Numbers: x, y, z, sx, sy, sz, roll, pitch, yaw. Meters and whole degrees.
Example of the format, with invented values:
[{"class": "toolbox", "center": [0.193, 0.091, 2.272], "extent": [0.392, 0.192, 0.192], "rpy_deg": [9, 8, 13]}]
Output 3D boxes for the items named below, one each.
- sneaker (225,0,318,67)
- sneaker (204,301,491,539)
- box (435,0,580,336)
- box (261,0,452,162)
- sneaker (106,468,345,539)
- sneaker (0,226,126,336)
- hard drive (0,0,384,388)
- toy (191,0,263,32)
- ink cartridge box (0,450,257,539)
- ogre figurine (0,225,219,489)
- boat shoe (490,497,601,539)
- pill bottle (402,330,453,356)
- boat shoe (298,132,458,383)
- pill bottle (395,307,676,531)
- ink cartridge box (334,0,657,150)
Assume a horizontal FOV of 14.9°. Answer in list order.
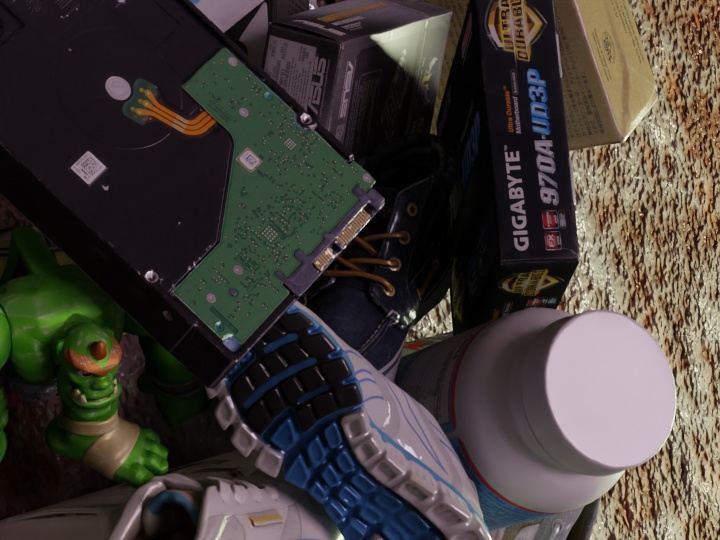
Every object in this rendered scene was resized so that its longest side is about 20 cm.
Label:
[{"class": "sneaker", "center": [-0.080, -0.115, 1.550], "extent": [0.091, 0.066, 0.201], "rpy_deg": [52, 47, -41]}, {"class": "sneaker", "center": [-0.007, 0.076, 1.387], "extent": [0.200, 0.075, 0.087], "rpy_deg": [51, 21, -18]}, {"class": "box", "center": [0.079, -0.047, 1.526], "extent": [0.200, 0.046, 0.160], "rpy_deg": [105, -18, -71]}, {"class": "box", "center": [-0.014, -0.050, 1.569], "extent": [0.158, 0.048, 0.201], "rpy_deg": [-28, 131, -63]}, {"class": "sneaker", "center": [-0.067, 0.133, 1.362], "extent": [0.200, 0.076, 0.081], "rpy_deg": [-39, 124, -51]}, {"class": "sneaker", "center": [-0.139, 0.004, 1.416], "extent": [0.200, 0.076, 0.076], "rpy_deg": [-35, 115, -39]}, {"class": "hard drive", "center": [-0.099, -0.058, 1.309], "extent": [0.200, 0.038, 0.140], "rpy_deg": [42, 54, 0]}, {"class": "toy", "center": [-0.109, -0.180, 1.525], "extent": [0.115, 0.047, 0.200], "rpy_deg": [54, 37, -8]}, {"class": "ink cartridge box", "center": [-0.091, 0.180, 1.462], "extent": [0.200, 0.084, 0.147], "rpy_deg": [-12, 93, -54]}, {"class": "ogre figurine", "center": [-0.153, 0.050, 1.329], "extent": [0.098, 0.199, 0.120], "rpy_deg": [-109, -157, -47]}, {"class": "boat shoe", "center": [0.096, 0.212, 1.596], "extent": [0.074, 0.064, 0.203], "rpy_deg": [12, 87, -58]}, {"class": "pill bottle", "center": [0.071, 0.092, 1.693], "extent": [0.200, 0.115, 0.117], "rpy_deg": [-12, 94, -57]}, {"class": "boat shoe", "center": [0.000, 0.000, 1.487], "extent": [0.200, 0.070, 0.091], "rpy_deg": [-55, 153, -56]}, {"class": "pill bottle", "center": [0.079, 0.081, 1.475], "extent": [0.108, 0.200, 0.109], "rpy_deg": [8, 74, -28]}, {"class": "ink cartridge box", "center": [0.073, -0.168, 1.700], "extent": [0.075, 0.164, 0.201], "rpy_deg": [-48, 123, -52]}]
